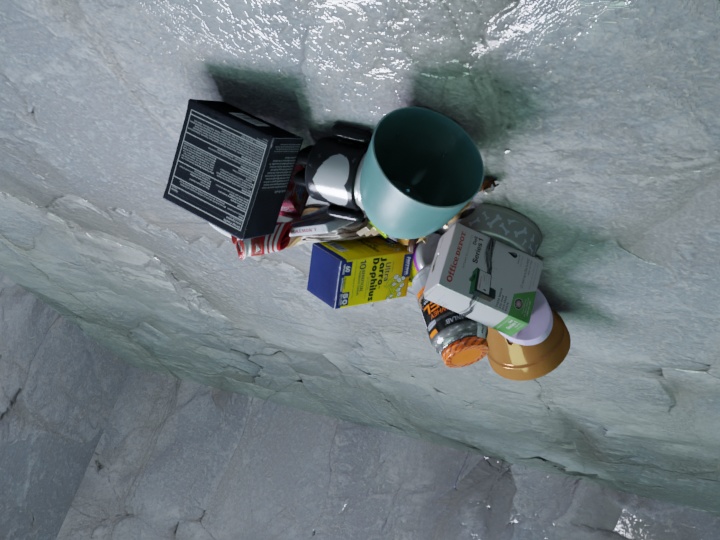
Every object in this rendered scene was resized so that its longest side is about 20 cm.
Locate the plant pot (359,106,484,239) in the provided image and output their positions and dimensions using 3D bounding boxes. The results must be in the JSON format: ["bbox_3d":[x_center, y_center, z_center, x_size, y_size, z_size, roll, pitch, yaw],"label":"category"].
[{"bbox_3d":[0.087,-0.149,1.417,0.198,0.202,0.161,23,146,-8],"label":"plant pot"}]

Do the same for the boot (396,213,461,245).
[{"bbox_3d":[0.097,-0.131,1.679,0.143,0.071,0.200,36,148,-22],"label":"boot"}]

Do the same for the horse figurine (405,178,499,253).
[{"bbox_3d":[0.156,-0.106,1.552,0.050,0.133,0.199,49,133,-9],"label":"horse figurine"}]

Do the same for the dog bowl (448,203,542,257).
[{"bbox_3d":[0.269,-0.059,1.696,0.197,0.059,0.201,18,157,8],"label":"dog bowl"}]

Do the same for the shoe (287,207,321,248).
[{"bbox_3d":[-0.124,-0.104,1.941,0.053,0.071,0.199,-18,178,-37],"label":"shoe"}]

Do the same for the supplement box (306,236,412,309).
[{"bbox_3d":[0.000,0.000,1.762,0.198,0.110,0.109,-9,-154,-38],"label":"supplement box"}]

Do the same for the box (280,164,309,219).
[{"bbox_3d":[-0.210,-0.189,1.746,0.197,0.101,0.096,13,156,18],"label":"box"}]

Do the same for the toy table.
[{"bbox_3d":[0.325,0.059,1.788,0.200,0.184,0.117,40,171,46],"label":"toy table"}]

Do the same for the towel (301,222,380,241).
[{"bbox_3d":[-0.022,-0.087,1.791,0.131,0.035,0.199,1,-173,41],"label":"towel"}]

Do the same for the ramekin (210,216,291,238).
[{"bbox_3d":[-0.248,-0.134,1.890,0.198,0.099,0.201,16,162,5],"label":"ramekin"}]

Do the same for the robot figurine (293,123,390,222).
[{"bbox_3d":[-0.029,-0.183,1.568,0.197,0.126,0.151,15,156,20],"label":"robot figurine"}]

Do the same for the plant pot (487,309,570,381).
[{"bbox_3d":[0.369,0.131,1.899,0.198,0.201,0.141,3,136,36],"label":"plant pot"}]

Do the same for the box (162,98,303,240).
[{"bbox_3d":[-0.241,-0.192,1.557,0.198,0.201,0.123,27,-162,19],"label":"box"}]

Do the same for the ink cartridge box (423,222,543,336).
[{"bbox_3d":[0.240,0.017,1.624,0.198,0.148,0.084,23,155,-8],"label":"ink cartridge box"}]

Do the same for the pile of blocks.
[{"bbox_3d":[0.076,-0.112,1.575,0.062,0.082,0.200,40,130,-11],"label":"pile of blocks"}]

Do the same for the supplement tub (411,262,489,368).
[{"bbox_3d":[0.188,0.089,1.702,0.121,0.202,0.123,-13,150,-8],"label":"supplement tub"}]

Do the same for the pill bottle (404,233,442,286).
[{"bbox_3d":[0.112,-0.017,1.864,0.104,0.105,0.199,31,156,-27],"label":"pill bottle"}]

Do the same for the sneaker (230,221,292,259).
[{"bbox_3d":[-0.202,-0.085,1.683,0.114,0.201,0.079,-2,125,-15],"label":"sneaker"}]

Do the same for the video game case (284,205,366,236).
[{"bbox_3d":[-0.067,-0.110,1.732,0.181,0.199,0.023,-3,107,43],"label":"video game case"}]
